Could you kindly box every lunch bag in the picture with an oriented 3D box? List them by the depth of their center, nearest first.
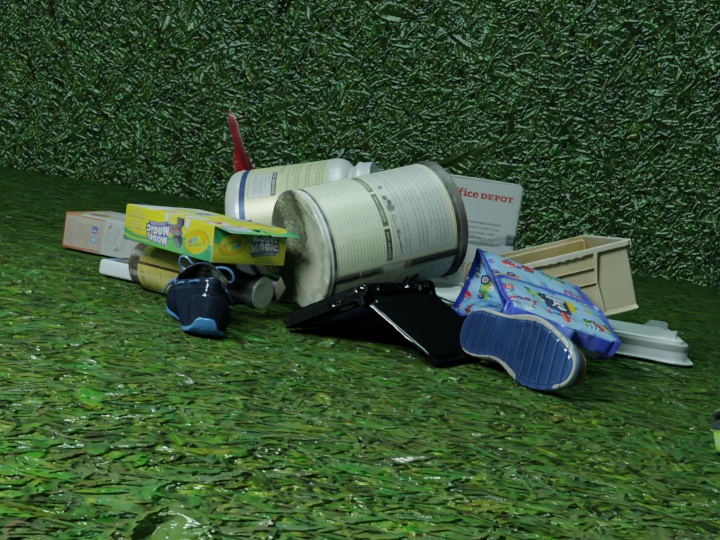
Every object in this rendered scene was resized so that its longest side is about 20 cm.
[{"bbox_3d":[0.213,0.058,1.589,0.149,0.095,0.200,20,8,-14],"label":"lunch bag"}]

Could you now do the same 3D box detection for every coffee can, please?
[{"bbox_3d":[0.011,-0.045,1.613,0.198,0.148,0.146,-13,16,-28],"label":"coffee can"}]

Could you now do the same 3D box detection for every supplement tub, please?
[{"bbox_3d":[-0.072,-0.074,1.793,0.198,0.147,0.145,-7,2,11],"label":"supplement tub"}]

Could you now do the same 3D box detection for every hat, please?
[{"bbox_3d":[-0.128,-0.101,1.974,0.165,0.177,0.199,41,15,37],"label":"hat"}]

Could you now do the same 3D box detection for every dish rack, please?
[{"bbox_3d":[0.361,0.088,1.847,0.198,0.044,0.172,9,6,4],"label":"dish rack"}]

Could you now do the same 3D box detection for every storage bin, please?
[{"bbox_3d":[0.252,0.020,1.801,0.197,0.095,0.200,-13,5,-7],"label":"storage bin"}]

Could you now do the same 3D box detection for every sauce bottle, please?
[{"bbox_3d":[-0.193,0.009,1.605,0.199,0.065,0.064,15,8,34],"label":"sauce bottle"}]

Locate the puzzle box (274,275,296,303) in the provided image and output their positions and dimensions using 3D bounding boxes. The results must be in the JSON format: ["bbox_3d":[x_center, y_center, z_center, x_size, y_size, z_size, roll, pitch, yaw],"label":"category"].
[{"bbox_3d":[0.000,0.000,1.753,0.198,0.133,0.026,6,46,-26],"label":"puzzle box"}]

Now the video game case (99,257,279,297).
[{"bbox_3d":[-0.219,0.011,1.764,0.198,0.023,0.182,12,6,19],"label":"video game case"}]

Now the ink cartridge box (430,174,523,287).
[{"bbox_3d":[0.163,-0.045,2.052,0.145,0.202,0.083,8,5,-10],"label":"ink cartridge box"}]

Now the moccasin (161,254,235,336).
[{"bbox_3d":[-0.167,0.024,1.446,0.080,0.069,0.200,7,5,-19],"label":"moccasin"}]

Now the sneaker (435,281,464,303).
[{"bbox_3d":[0.178,0.035,1.928,0.198,0.072,0.073,8,5,-11],"label":"sneaker"}]

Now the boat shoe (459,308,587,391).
[{"bbox_3d":[0.190,0.084,1.429,0.072,0.073,0.200,16,5,-30],"label":"boat shoe"}]

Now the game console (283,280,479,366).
[{"bbox_3d":[0.037,0.076,1.539,0.175,0.117,0.200,-22,-9,24],"label":"game console"}]

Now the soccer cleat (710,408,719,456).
[{"bbox_3d":[0.347,0.148,1.130,0.080,0.068,0.200,-8,2,8],"label":"soccer cleat"}]

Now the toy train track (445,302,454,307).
[{"bbox_3d":[0.105,0.060,1.784,0.114,0.033,0.200,3,-3,19],"label":"toy train track"}]

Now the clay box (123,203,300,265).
[{"bbox_3d":[-0.176,-0.040,1.557,0.114,0.048,0.199,2,10,-45],"label":"clay box"}]

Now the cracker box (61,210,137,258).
[{"bbox_3d":[-0.328,-0.046,1.986,0.198,0.058,0.134,10,6,18],"label":"cracker box"}]
